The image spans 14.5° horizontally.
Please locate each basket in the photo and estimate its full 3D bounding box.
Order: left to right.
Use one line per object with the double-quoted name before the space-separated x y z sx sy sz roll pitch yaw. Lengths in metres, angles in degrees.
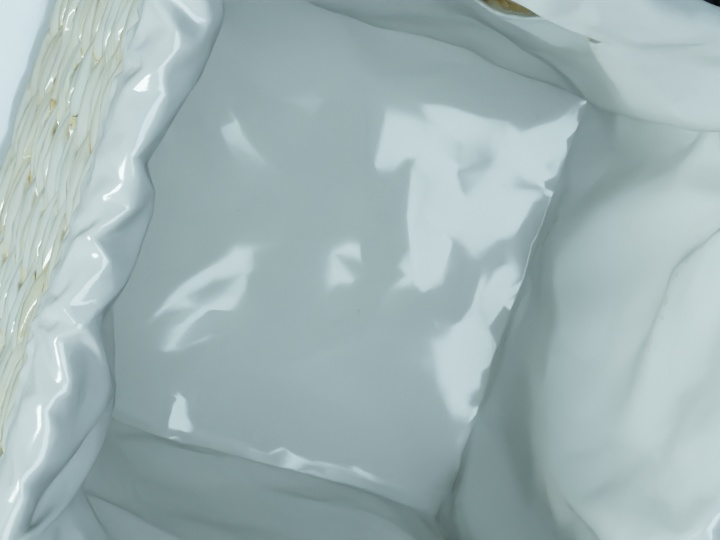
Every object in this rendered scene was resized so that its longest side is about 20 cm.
"basket" 0.000 0.000 0.779 0.198 0.161 0.200 17 95 -20

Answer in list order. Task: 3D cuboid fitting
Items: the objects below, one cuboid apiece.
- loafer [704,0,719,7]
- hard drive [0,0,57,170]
"loafer" 0.118 -0.131 0.836 0.070 0.068 0.201 -15 97 0
"hard drive" -0.141 -0.015 0.838 0.132 0.025 0.200 2 100 -10
